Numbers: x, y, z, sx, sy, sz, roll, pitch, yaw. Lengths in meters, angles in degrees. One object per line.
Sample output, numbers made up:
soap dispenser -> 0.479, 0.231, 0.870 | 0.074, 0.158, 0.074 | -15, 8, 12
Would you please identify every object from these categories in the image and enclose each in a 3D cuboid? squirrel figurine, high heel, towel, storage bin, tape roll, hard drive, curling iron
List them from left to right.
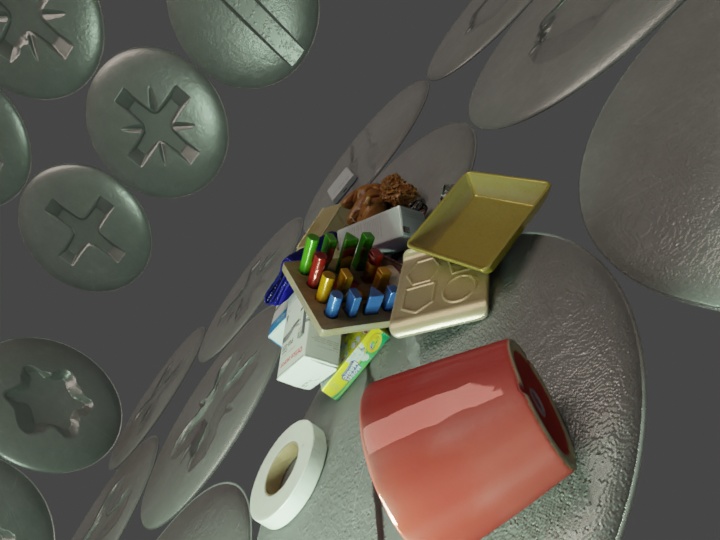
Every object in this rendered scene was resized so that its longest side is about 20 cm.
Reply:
tape roll -> -0.139, 0.387, 1.038 | 0.203, 0.037, 0.204 | -45, 20, 21
towel -> -0.128, -0.003, 1.251 | 0.199, 0.049, 0.149 | -38, -14, -52
storage bin -> -0.106, -0.108, 1.740 | 0.201, 0.093, 0.199 | -58, 20, -13
hard drive -> -0.076, -0.345, 2.185 | 0.133, 0.025, 0.201 | -50, 19, 9
squirrel figurine -> 0.051, -0.169, 1.384 | 0.198, 0.143, 0.187 | -37, 8, 7
high heel -> 0.080, 0.010, 1.091 | 0.067, 0.096, 0.200 | -43, 17, -3
curling iron -> 0.104, -0.079, 1.292 | 0.049, 0.025, 0.204 | 22, 85, 39

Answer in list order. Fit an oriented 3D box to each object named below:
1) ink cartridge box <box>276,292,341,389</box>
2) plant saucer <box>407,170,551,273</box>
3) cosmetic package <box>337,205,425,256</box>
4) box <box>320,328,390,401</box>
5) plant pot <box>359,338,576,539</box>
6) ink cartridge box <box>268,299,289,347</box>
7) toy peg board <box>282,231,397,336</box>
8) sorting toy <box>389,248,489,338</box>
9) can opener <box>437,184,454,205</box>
ink cartridge box -> -0.101, 0.125, 1.131 | 0.146, 0.083, 0.205 | -43, 36, 47
plant saucer -> 0.207, -0.080, 0.942 | 0.201, 0.049, 0.198 | -49, 36, -15
cosmetic package -> 0.048, -0.079, 1.241 | 0.197, 0.100, 0.077 | -20, 72, 38
box -> -0.010, 0.157, 1.126 | 0.202, 0.048, 0.118 | -53, 19, 9
plant pot -> 0.121, 0.179, 0.588 | 0.175, 0.201, 0.202 | -32, 25, 20
ink cartridge box -> -0.133, 0.120, 1.322 | 0.086, 0.145, 0.202 | -43, 21, 24
toy peg board -> -0.022, 0.011, 1.045 | 0.200, 0.195, 0.100 | 53, 135, 41
sorting toy -> 0.146, 0.023, 0.958 | 0.181, 0.037, 0.204 | -17, 40, 29
can opener -> 0.186, -0.112, 1.158 | 0.068, 0.052, 0.203 | 101, -174, -49
